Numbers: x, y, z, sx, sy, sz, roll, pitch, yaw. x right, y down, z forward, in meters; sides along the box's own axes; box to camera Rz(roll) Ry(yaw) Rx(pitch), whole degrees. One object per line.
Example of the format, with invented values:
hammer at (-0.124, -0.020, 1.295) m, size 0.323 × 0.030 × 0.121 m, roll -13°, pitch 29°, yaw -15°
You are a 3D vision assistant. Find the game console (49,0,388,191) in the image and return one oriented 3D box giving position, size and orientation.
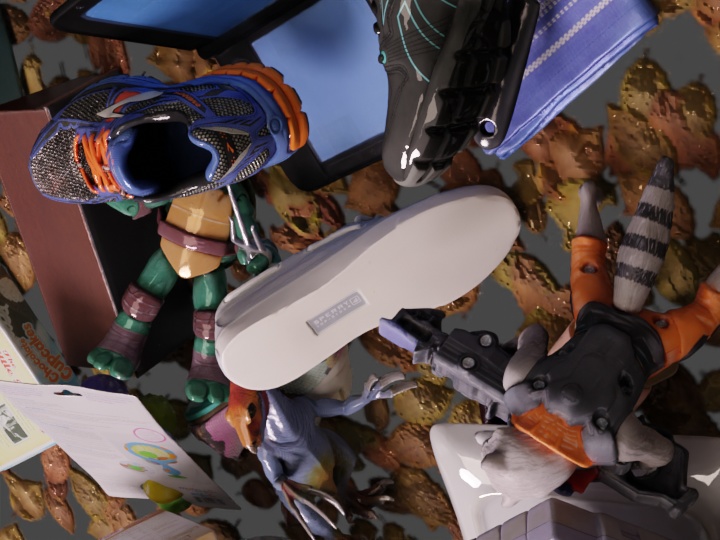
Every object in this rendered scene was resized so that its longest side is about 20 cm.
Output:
game console at (-0.054, -0.121, 0.967) m, size 0.200 × 0.116 × 0.176 m, roll -20°, pitch 104°, yaw 53°

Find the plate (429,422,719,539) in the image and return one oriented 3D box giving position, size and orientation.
plate at (0.150, 0.179, 1.027) m, size 0.199 × 0.032 × 0.200 m, roll 1°, pitch 128°, yaw 23°

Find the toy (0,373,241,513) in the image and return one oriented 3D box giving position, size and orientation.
toy at (-0.166, 0.113, 1.211) m, size 0.114 × 0.047 × 0.200 m, roll 4°, pitch 149°, yaw 21°

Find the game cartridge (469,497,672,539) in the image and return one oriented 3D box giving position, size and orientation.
game cartridge at (0.140, 0.187, 0.944) m, size 0.199 × 0.039 × 0.129 m, roll 24°, pitch 144°, yaw -30°

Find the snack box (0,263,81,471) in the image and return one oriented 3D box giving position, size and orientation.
snack box at (-0.300, 0.054, 1.331) m, size 0.116 × 0.037 × 0.201 m, roll -27°, pitch 98°, yaw 44°

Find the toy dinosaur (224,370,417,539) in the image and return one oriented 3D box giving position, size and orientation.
toy dinosaur at (-0.050, 0.127, 1.101) m, size 0.199 × 0.105 × 0.182 m, roll -13°, pitch 130°, yaw 42°

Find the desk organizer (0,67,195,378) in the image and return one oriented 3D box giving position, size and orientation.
desk organizer at (-0.187, -0.032, 1.173) m, size 0.077 × 0.072 × 0.201 m, roll 2°, pitch 117°, yaw 39°

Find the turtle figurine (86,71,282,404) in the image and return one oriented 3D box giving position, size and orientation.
turtle figurine at (-0.108, -0.022, 1.095) m, size 0.149 × 0.101 × 0.201 m, roll 21°, pitch 109°, yaw 21°

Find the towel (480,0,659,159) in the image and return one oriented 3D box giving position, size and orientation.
towel at (0.057, -0.173, 0.937) m, size 0.200 × 0.024 × 0.145 m, roll 51°, pitch 133°, yaw 1°

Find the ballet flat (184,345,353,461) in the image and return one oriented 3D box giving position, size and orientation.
ballet flat at (-0.050, 0.077, 1.147) m, size 0.071 × 0.069 × 0.200 m, roll 36°, pitch 139°, yaw -11°

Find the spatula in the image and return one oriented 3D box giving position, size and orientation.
spatula at (0.090, -0.158, 0.892) m, size 0.056 × 0.021 × 0.201 m, roll 19°, pitch 114°, yaw 17°

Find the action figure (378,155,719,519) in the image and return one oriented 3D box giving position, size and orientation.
action figure at (0.107, 0.033, 0.907) m, size 0.199 × 0.194 × 0.105 m, roll 23°, pitch 158°, yaw 15°

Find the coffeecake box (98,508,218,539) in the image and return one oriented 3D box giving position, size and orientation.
coffeecake box at (-0.121, 0.255, 1.168) m, size 0.154 × 0.073 × 0.200 m, roll 66°, pitch 164°, yaw -3°

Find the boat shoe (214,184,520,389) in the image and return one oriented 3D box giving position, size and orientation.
boat shoe at (0.000, 0.000, 1.021) m, size 0.200 × 0.069 × 0.072 m, roll -34°, pitch 127°, yaw 8°

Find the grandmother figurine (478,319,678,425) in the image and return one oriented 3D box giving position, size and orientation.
grandmother figurine at (0.119, 0.101, 1.037) m, size 0.121 × 0.060 × 0.200 m, roll 52°, pitch 138°, yaw 17°

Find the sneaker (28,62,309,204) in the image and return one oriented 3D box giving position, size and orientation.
sneaker at (-0.127, -0.073, 0.979) m, size 0.199 × 0.078 × 0.076 m, roll -11°, pitch 109°, yaw 39°

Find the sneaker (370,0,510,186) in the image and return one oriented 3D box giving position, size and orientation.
sneaker at (0.039, -0.144, 0.873) m, size 0.079 × 0.075 × 0.201 m, roll 21°, pitch 106°, yaw 23°

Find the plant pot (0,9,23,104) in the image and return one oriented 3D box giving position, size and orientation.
plant pot at (-0.329, -0.143, 1.167) m, size 0.141 × 0.141 × 0.201 m, roll -6°, pitch 119°, yaw 39°

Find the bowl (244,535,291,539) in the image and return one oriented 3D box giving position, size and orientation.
bowl at (-0.034, 0.267, 1.200) m, size 0.201 × 0.090 × 0.202 m, roll 57°, pitch 160°, yaw 32°
